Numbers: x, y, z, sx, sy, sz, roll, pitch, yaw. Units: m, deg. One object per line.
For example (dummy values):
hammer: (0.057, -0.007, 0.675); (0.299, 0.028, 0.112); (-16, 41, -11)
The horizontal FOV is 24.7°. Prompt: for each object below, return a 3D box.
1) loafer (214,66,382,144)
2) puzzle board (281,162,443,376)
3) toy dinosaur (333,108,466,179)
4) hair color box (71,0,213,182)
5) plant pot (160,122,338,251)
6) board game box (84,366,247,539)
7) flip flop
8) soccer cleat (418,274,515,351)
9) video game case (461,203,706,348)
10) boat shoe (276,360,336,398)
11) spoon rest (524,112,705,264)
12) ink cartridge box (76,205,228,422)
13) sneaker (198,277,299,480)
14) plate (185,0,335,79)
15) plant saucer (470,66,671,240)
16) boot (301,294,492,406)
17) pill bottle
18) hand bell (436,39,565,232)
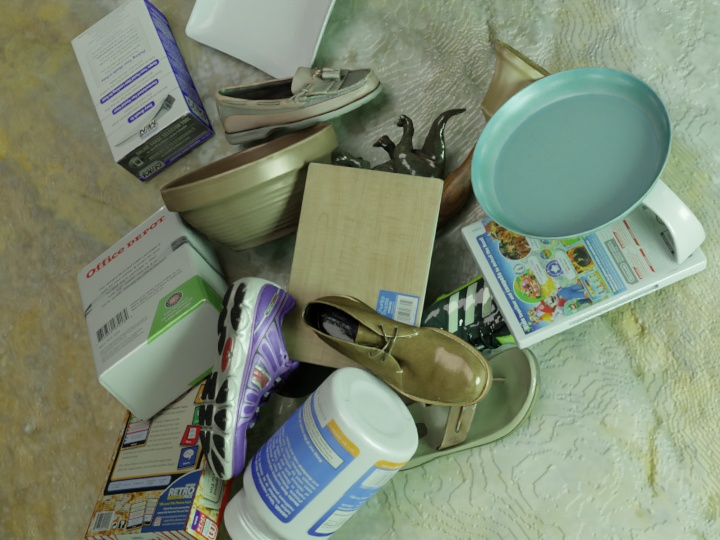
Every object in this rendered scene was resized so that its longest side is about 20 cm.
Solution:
loafer: (-0.074, -0.194, 1.822); (0.198, 0.063, 0.072); (-15, 23, 25)
puzzle board: (0.000, 0.000, 1.644); (0.149, 0.017, 0.202); (9, 89, 25)
toy dinosaur: (0.038, -0.097, 1.742); (0.199, 0.077, 0.103); (-32, 77, -2)
hair color box: (-0.260, -0.218, 1.947); (0.109, 0.065, 0.201); (-32, 56, 12)
plant pot: (-0.108, -0.081, 1.762); (0.199, 0.201, 0.094); (-17, 99, 21)
board game box: (-0.193, 0.192, 1.709); (0.150, 0.046, 0.202); (-10, 52, 38)
flip flop: (0.087, 0.136, 1.615); (0.199, 0.058, 0.082); (-25, 60, 18)
soccer cleat: (0.115, 0.052, 1.632); (0.200, 0.068, 0.081); (-39, 58, 5)
video game case: (0.215, -0.022, 1.599); (0.198, 0.018, 0.144); (-23, 59, -3)
boat shoe: (-0.025, 0.045, 1.706); (0.200, 0.076, 0.074); (-39, 54, 8)
spoon rest: (0.245, -0.088, 1.587); (0.099, 0.061, 0.200); (-43, 63, -15)
ink cartridge box: (-0.216, 0.041, 1.764); (0.145, 0.084, 0.201); (-36, 35, 8)
sneaker: (-0.104, 0.110, 1.627); (0.080, 0.083, 0.202); (-1, 75, 66)
plate: (-0.095, -0.332, 1.901); (0.199, 0.032, 0.202); (28, 100, 34)
plant saucer: (0.203, -0.108, 1.575); (0.198, 0.027, 0.202); (-14, 52, 18)
boot: (0.030, 0.077, 1.573); (0.199, 0.075, 0.074); (22, 93, 24)
pill bottle: (-0.045, 0.198, 1.613); (0.200, 0.112, 0.113); (-46, 54, 26)
hand bell: (0.128, -0.126, 1.702); (0.104, 0.104, 0.201); (42, 106, 34)
